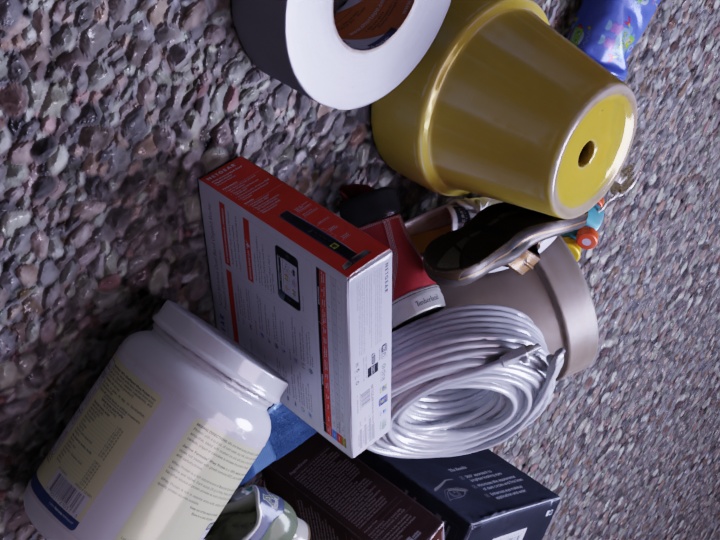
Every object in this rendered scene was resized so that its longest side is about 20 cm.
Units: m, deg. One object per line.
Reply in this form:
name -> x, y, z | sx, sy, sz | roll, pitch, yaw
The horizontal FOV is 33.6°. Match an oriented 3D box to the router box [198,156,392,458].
router box -> -0.053, 0.031, 0.993 | 0.049, 0.179, 0.202 | -32, 140, -32

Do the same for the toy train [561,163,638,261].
toy train -> 0.217, -0.076, 1.299 | 0.055, 0.200, 0.151 | 32, 84, -12

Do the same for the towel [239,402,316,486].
towel -> -0.096, 0.146, 1.118 | 0.199, 0.049, 0.112 | -33, 142, -17

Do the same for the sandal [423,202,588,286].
sandal -> 0.133, -0.018, 1.093 | 0.199, 0.081, 0.055 | -29, 125, -43

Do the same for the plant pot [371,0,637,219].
plant pot -> 0.141, -0.144, 1.099 | 0.200, 0.188, 0.202 | -32, 139, -32

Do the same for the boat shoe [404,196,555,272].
boat shoe -> 0.103, -0.039, 1.172 | 0.198, 0.072, 0.070 | -15, 153, 5

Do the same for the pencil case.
pencil case -> 0.286, -0.298, 1.264 | 0.086, 0.078, 0.202 | 17, 104, -33

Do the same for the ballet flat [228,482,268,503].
ballet flat -> -0.126, 0.306, 1.226 | 0.071, 0.071, 0.202 | -12, 126, -48

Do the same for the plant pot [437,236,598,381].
plant pot -> 0.124, 0.050, 1.260 | 0.172, 0.200, 0.201 | -26, 138, -15

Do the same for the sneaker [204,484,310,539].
sneaker -> -0.152, 0.266, 1.126 | 0.199, 0.067, 0.090 | -29, 129, 4

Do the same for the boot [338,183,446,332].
boot -> 0.000, 0.000, 1.140 | 0.072, 0.146, 0.200 | -17, 168, -30

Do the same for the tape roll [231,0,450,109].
tape roll -> -0.008, -0.234, 0.943 | 0.199, 0.066, 0.202 | -33, 140, -33

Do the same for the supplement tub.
supplement tub -> -0.162, 0.141, 0.969 | 0.201, 0.144, 0.145 | -56, 147, -3

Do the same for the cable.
cable -> 0.084, 0.109, 1.121 | 0.197, 0.070, 0.201 | -9, 148, -4

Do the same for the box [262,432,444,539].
box -> -0.007, 0.251, 1.211 | 0.075, 0.199, 0.101 | -39, 143, -29

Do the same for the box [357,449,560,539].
box -> 0.082, 0.264, 1.338 | 0.196, 0.199, 0.119 | 2, 115, -52
